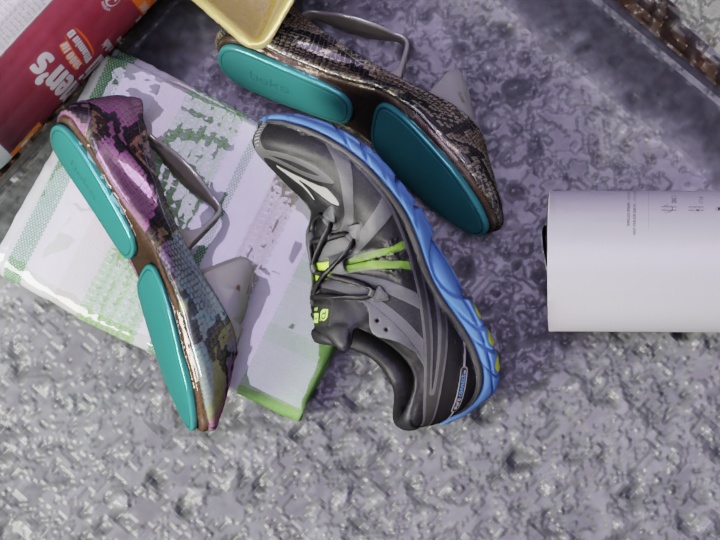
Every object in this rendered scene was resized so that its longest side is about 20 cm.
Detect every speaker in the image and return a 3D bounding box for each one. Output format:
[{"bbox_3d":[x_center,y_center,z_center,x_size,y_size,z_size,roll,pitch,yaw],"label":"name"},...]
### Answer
[{"bbox_3d":[0.200,-0.006,1.593,0.199,0.081,0.081,0,79,5],"label":"speaker"}]

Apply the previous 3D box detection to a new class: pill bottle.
[{"bbox_3d":[-0.212,-0.124,1.611,0.110,0.110,0.200,41,87,11],"label":"pill bottle"}]

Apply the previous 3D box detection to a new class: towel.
[{"bbox_3d":[-0.090,-0.020,1.652,0.200,0.031,0.149,27,84,7],"label":"towel"}]

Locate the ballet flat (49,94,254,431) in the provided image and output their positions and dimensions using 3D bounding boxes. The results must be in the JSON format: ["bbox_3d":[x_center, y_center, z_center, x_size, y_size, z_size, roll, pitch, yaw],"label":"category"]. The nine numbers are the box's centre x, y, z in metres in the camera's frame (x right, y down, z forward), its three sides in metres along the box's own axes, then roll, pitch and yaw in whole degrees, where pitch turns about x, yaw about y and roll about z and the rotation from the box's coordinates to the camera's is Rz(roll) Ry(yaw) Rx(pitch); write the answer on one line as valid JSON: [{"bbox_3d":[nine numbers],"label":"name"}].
[{"bbox_3d":[-0.103,-0.011,1.609,0.071,0.069,0.200,-23,80,-20],"label":"ballet flat"}]

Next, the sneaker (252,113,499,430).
[{"bbox_3d":[0.000,0.000,1.592,0.083,0.071,0.200,-33,96,-16],"label":"sneaker"}]

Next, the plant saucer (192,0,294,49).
[{"bbox_3d":[-0.068,-0.260,1.614,0.200,0.048,0.200,42,119,17],"label":"plant saucer"}]

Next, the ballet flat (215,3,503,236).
[{"bbox_3d":[0.013,-0.101,1.641,0.200,0.068,0.075,33,63,12],"label":"ballet flat"}]
